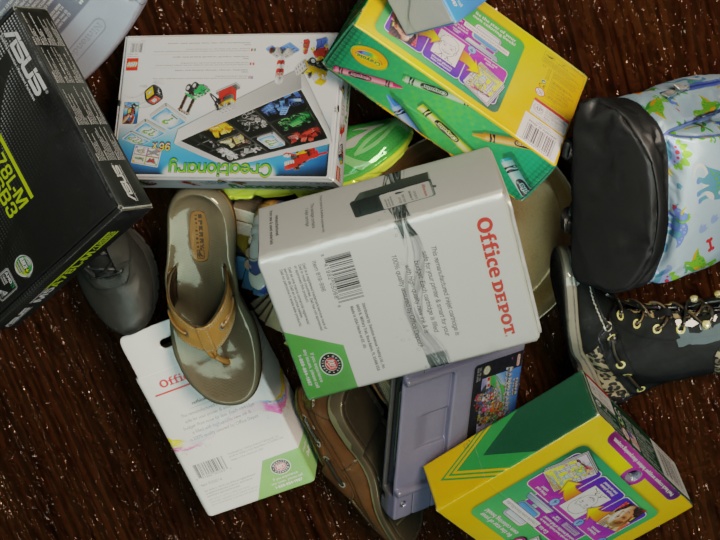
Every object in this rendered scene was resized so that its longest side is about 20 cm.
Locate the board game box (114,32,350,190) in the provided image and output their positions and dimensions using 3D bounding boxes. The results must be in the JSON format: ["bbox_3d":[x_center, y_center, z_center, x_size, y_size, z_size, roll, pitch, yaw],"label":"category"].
[{"bbox_3d":[-0.108,-0.133,1.144,0.198,0.035,0.128,2,80,16],"label":"board game box"}]

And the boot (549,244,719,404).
[{"bbox_3d":[0.252,0.037,1.196,0.152,0.074,0.204,-15,135,8],"label":"boot"}]

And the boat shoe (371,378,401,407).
[{"bbox_3d":[0.039,0.091,1.257,0.072,0.072,0.200,-39,132,-5],"label":"boat shoe"}]

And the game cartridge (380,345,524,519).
[{"bbox_3d":[0.084,0.128,1.240,0.129,0.038,0.202,-13,128,-22],"label":"game cartridge"}]

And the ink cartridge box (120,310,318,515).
[{"bbox_3d":[-0.130,0.118,1.286,0.116,0.067,0.201,-20,109,12],"label":"ink cartridge box"}]

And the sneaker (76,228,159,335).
[{"bbox_3d":[-0.238,-0.036,1.202,0.075,0.091,0.202,-17,98,11],"label":"sneaker"}]

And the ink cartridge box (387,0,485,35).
[{"bbox_3d":[0.092,-0.285,1.062,0.067,0.200,0.117,-2,124,56],"label":"ink cartridge box"}]

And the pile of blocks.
[{"bbox_3d":[-0.079,0.013,1.240,0.082,0.062,0.200,-37,105,18],"label":"pile of blocks"}]

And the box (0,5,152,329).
[{"bbox_3d":[-0.288,-0.083,1.144,0.193,0.047,0.201,-36,76,32],"label":"box"}]

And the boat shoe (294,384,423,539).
[{"bbox_3d":[0.001,0.179,1.308,0.068,0.072,0.201,-1,123,36],"label":"boat shoe"}]

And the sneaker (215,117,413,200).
[{"bbox_3d":[-0.053,-0.110,1.179,0.198,0.074,0.084,-6,116,8],"label":"sneaker"}]

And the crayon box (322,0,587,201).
[{"bbox_3d":[0.081,-0.163,1.114,0.199,0.119,0.058,34,139,-9],"label":"crayon box"}]

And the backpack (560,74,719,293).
[{"bbox_3d":[0.274,-0.080,1.107,0.153,0.199,0.165,19,122,37],"label":"backpack"}]

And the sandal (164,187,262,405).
[{"bbox_3d":[-0.135,0.025,1.186,0.079,0.054,0.202,-4,105,8],"label":"sandal"}]

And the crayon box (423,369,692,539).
[{"bbox_3d":[0.183,0.197,1.254,0.172,0.059,0.200,-32,133,17],"label":"crayon box"}]

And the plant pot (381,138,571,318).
[{"bbox_3d":[0.099,-0.034,1.223,0.198,0.028,0.202,2,113,5],"label":"plant pot"}]

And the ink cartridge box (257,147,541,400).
[{"bbox_3d":[0.031,0.003,1.091,0.198,0.083,0.148,-14,122,5],"label":"ink cartridge box"}]

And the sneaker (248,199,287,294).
[{"bbox_3d":[0.000,0.000,1.180,0.198,0.075,0.089,11,88,7],"label":"sneaker"}]

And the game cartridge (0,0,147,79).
[{"bbox_3d":[-0.265,-0.230,1.169,0.133,0.042,0.200,41,110,-17],"label":"game cartridge"}]
